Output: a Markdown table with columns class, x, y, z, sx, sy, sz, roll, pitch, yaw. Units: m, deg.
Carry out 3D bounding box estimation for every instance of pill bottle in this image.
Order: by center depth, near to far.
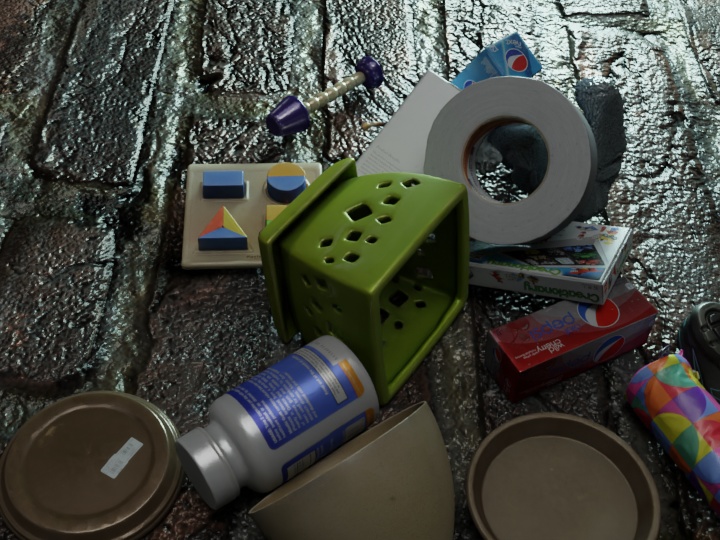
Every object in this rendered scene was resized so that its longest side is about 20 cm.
| class | x | y | z | sx | sy | sz | roll | pitch | yaw |
| --- | --- | --- | --- | --- | --- | --- | --- | --- | --- |
| pill bottle | -0.089 | 0.162 | 1.012 | 0.200 | 0.112 | 0.112 | -29 | 56 | -24 |

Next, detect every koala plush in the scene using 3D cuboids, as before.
| class | x | y | z | sx | sy | sz | roll | pitch | yaw |
| --- | --- | --- | --- | --- | --- | --- | --- | --- | --- |
| koala plush | 0.242 | -0.169 | 1.317 | 0.177 | 0.184 | 0.200 | -34 | 36 | -15 |

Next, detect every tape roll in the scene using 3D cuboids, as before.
| class | x | y | z | sx | sy | sz | roll | pitch | yaw |
| --- | --- | --- | --- | --- | --- | --- | --- | --- | --- |
| tape roll | 0.180 | -0.130 | 1.155 | 0.200 | 0.200 | 0.066 | 23 | 10 | 17 |

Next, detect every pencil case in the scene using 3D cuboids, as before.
| class | x | y | z | sx | sy | sz | roll | pitch | yaw |
| --- | --- | --- | --- | --- | --- | --- | --- | --- | --- |
| pencil case | 0.373 | 0.178 | 1.043 | 0.088 | 0.088 | 0.200 | -17 | 54 | -17 |

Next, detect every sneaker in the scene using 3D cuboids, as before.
| class | x | y | z | sx | sy | sz | roll | pitch | yaw |
| --- | --- | --- | --- | --- | --- | --- | --- | --- | --- |
| sneaker | 0.427 | 0.134 | 1.096 | 0.075 | 0.079 | 0.200 | -14 | 71 | -21 |

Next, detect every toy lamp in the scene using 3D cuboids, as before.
| class | x | y | z | sx | sy | sz | roll | pitch | yaw |
| --- | --- | --- | --- | --- | --- | --- | --- | --- | --- |
| toy lamp | -0.054 | -0.254 | 1.423 | 0.200 | 0.058 | 0.058 | -33 | 58 | -31 |

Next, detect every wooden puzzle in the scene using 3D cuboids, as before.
| class | x | y | z | sx | sy | sz | roll | pitch | yaw |
| --- | --- | --- | --- | --- | --- | --- | --- | --- | --- |
| wooden puzzle | -0.140 | -0.084 | 1.272 | 0.185 | 0.046 | 0.200 | -2 | 48 | -4 |

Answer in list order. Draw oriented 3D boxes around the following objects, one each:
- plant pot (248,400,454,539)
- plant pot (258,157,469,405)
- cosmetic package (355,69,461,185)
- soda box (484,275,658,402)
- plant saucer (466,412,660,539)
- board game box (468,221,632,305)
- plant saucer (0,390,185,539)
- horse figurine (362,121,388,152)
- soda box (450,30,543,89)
| class | x | y | z | sx | sy | sz | roll | pitch | yaw |
| --- | --- | --- | --- | --- | --- | --- | --- | --- | --- |
| plant pot | 0.013 | 0.234 | 0.924 | 0.200 | 0.200 | 0.135 | -30 | 85 | -26 |
| plant pot | 0.000 | 0.000 | 1.113 | 0.181 | 0.199 | 0.200 | 23 | 52 | 25 |
| cosmetic package | 0.069 | -0.150 | 1.261 | 0.102 | 0.074 | 0.200 | 38 | 82 | 10 |
| soda box | 0.247 | 0.080 | 1.136 | 0.200 | 0.063 | 0.070 | -20 | 52 | -19 |
| plant saucer | 0.210 | 0.239 | 1.006 | 0.200 | 0.029 | 0.200 | 1 | 49 | -1 |
| board game box | 0.221 | -0.020 | 1.194 | 0.200 | 0.035 | 0.126 | 9 | 38 | 29 |
| plant saucer | -0.286 | 0.206 | 1.020 | 0.200 | 0.029 | 0.200 | 2 | 48 | -2 |
| horse figurine | 0.066 | -0.153 | 1.342 | 0.132 | 0.050 | 0.200 | -1 | 51 | 6 |
| soda box | 0.160 | -0.243 | 1.324 | 0.068 | 0.200 | 0.064 | -34 | 89 | -29 |
